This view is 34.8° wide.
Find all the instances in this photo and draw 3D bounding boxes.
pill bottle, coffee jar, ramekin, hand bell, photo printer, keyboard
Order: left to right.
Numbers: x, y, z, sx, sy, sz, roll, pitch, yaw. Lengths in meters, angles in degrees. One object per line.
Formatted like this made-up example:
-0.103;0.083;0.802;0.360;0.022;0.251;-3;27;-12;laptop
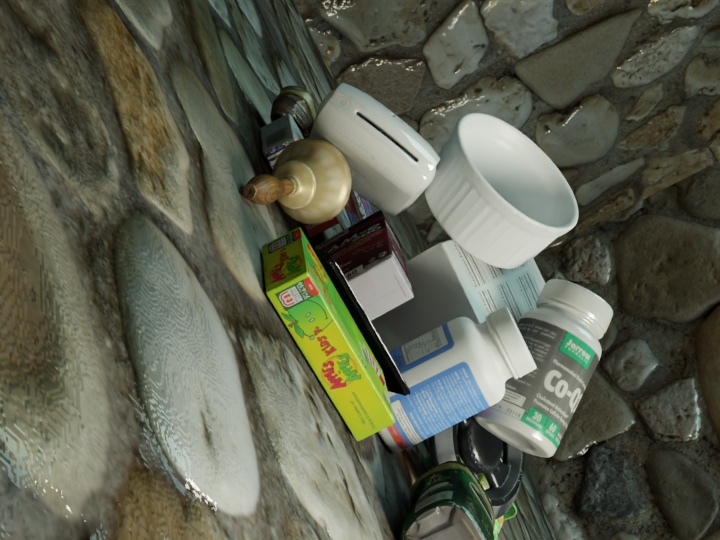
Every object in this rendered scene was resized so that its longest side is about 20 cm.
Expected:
-0.087;-0.096;1.306;0.105;0.103;0.200;63;18;0;hand bell
-0.008;0.048;1.272;0.104;0.040;0.201;10;-44;51;keyboard
0.014;-0.149;1.431;0.166;0.070;0.200;38;-10;-2;photo printer
0.104;0.125;1.365;0.113;0.198;0.112;62;7;-13;pill bottle
0.097;0.275;1.236;0.105;0.085;0.200;60;7;0;coffee jar
0.176;-0.098;1.488;0.199;0.098;0.202;27;36;-22;ramekin
0.232;0.120;1.435;0.112;0.202;0.113;27;-14;7;pill bottle

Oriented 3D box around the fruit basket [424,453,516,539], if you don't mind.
0.153;0.308;1.535;0.187;0.093;0.200;62;10;-15;fruit basket

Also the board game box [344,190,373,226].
-0.016;-0.127;1.636;0.103;0.019;0.202;-71;143;-67;board game box

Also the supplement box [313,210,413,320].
0.000;0.000;1.428;0.061;0.108;0.200;59;7;-17;supplement box

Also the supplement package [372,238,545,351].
0.122;0.048;1.554;0.199;0.190;0.148;-18;81;-53;supplement package

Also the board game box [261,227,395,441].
-0.033;0.066;1.180;0.201;0.047;0.102;61;6;-27;board game box

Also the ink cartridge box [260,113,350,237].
-0.068;-0.102;1.549;0.201;0.050;0.109;62;6;-24;ink cartridge box

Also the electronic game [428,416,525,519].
0.152;0.220;1.478;0.199;0.041;0.203;20;64;-46;electronic game

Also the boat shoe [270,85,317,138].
-0.082;-0.160;1.637;0.068;0.071;0.202;-54;133;-45;boat shoe
